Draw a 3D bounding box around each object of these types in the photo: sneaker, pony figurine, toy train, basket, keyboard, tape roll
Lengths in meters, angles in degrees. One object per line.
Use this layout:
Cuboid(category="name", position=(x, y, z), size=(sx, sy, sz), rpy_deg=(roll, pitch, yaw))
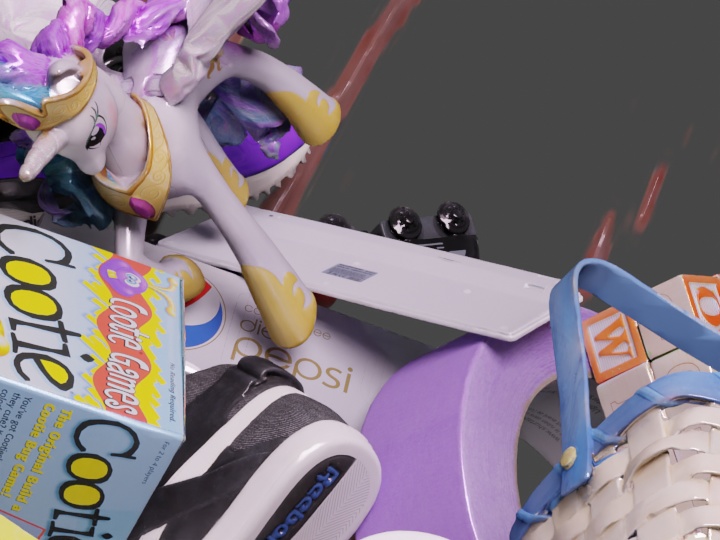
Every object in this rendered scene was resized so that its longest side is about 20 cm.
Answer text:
Cuboid(category="sneaker", position=(-0.091, 0.121, 0.890), size=(0.200, 0.073, 0.112), rpy_deg=(-42, 40, -8))
Cuboid(category="pony figurine", position=(-0.079, -0.084, 0.890), size=(0.166, 0.200, 0.193), rpy_deg=(-6, 61, 26))
Cuboid(category="sneaker", position=(-0.106, -0.080, 1.017), size=(0.200, 0.100, 0.070), rpy_deg=(-14, 31, -31))
Cuboid(category="toy train", position=(-0.029, 0.000, 1.047), size=(0.200, 0.034, 0.046), rpy_deg=(-7, 68, -28))
Cuboid(category="basket", position=(0.146, 0.100, 0.799), size=(0.176, 0.139, 0.200), rpy_deg=(26, 36, -20))
Cuboid(category="keyboard", position=(0.000, 0.000, 0.953), size=(0.200, 0.011, 0.056), rpy_deg=(14, 32, 36))
Cuboid(category="tape roll", position=(0.089, 0.117, 0.929), size=(0.200, 0.066, 0.200), rpy_deg=(27, 50, -37))

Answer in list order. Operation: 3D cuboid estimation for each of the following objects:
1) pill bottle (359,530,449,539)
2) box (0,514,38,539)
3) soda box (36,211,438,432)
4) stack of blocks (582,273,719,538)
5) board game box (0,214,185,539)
Cuboid(category="pill bottle", position=(-0.009, 0.182, 0.797), size=(0.112, 0.200, 0.113), rpy_deg=(12, 50, -14))
Cuboid(category="box", position=(-0.150, 0.167, 0.748), size=(0.050, 0.200, 0.075), rpy_deg=(32, 47, 6))
Cuboid(category="soda box", position=(-0.064, 0.045, 0.969), size=(0.200, 0.068, 0.064), rpy_deg=(20, 49, -8))
Cuboid(category="stack of blocks", position=(0.178, 0.105, 0.937), size=(0.115, 0.059, 0.200), rpy_deg=(2, 66, -49))
Cuboid(category="board game box", position=(-0.177, 0.036, 0.807), size=(0.200, 0.105, 0.103), rpy_deg=(20, 31, -18))
